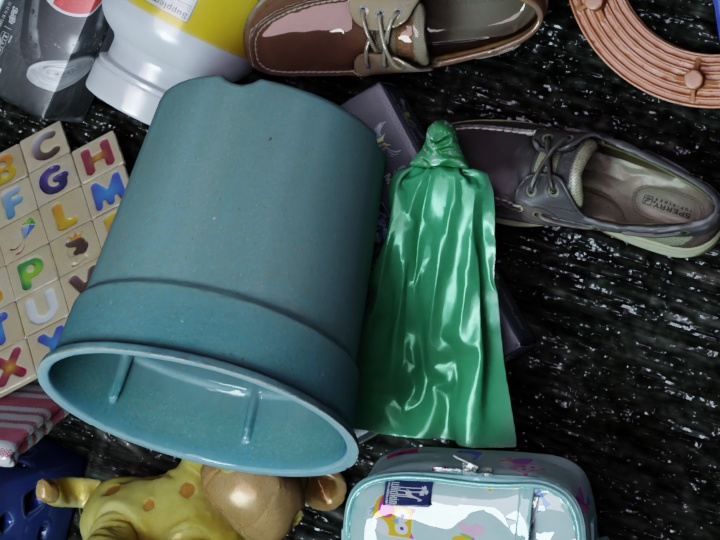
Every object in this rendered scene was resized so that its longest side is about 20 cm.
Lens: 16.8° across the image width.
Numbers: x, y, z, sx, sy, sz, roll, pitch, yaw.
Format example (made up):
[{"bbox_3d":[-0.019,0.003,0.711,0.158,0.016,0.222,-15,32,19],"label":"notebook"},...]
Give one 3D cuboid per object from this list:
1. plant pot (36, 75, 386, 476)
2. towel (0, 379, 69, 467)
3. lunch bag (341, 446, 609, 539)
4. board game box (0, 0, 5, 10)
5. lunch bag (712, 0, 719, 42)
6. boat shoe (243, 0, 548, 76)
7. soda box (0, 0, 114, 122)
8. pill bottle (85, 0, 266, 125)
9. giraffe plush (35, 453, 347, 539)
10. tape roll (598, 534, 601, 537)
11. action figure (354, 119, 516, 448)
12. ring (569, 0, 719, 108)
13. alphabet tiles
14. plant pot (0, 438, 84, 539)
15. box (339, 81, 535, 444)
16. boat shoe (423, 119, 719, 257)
[{"bbox_3d":[-0.076,-0.001,1.492,0.200,0.200,0.197,7,69,16],"label":"plant pot"},{"bbox_3d":[-0.257,0.087,1.610,0.146,0.200,0.030,4,108,16],"label":"towel"},{"bbox_3d":[0.072,0.207,1.502,0.160,0.077,0.201,3,101,17],"label":"lunch bag"},{"bbox_3d":[-0.270,-0.280,1.679,0.151,0.047,0.200,28,99,14],"label":"board game box"},{"bbox_3d":[0.293,-0.159,1.482,0.160,0.082,0.201,-10,94,1],"label":"lunch bag"},{"bbox_3d":[0.024,-0.160,1.550,0.199,0.072,0.076,-13,116,-1],"label":"boat shoe"},{"bbox_3d":[-0.186,-0.202,1.643,0.063,0.071,0.201,27,99,15],"label":"soda box"},{"bbox_3d":[-0.101,-0.194,1.598,0.112,0.112,0.200,29,100,14],"label":"pill bottle"},{"bbox_3d":[-0.096,0.163,1.606,0.162,0.173,0.200,-40,46,4],"label":"giraffe plush"},{"bbox_3d":[0.077,0.239,1.584,0.200,0.066,0.201,1,93,16],"label":"tape roll"},{"bbox_3d":[0.048,0.005,1.531,0.118,0.055,0.201,5,102,11],"label":"action figure"},{"bbox_3d":[0.226,-0.203,1.549,0.200,0.019,0.201,1,93,17],"label":"ring"},{"bbox_3d":[-0.222,-0.010,1.628,0.166,0.006,0.200,-28,49,6],"label":"alphabet tiles"},{"bbox_3d":[-0.327,0.192,1.643,0.199,0.180,0.201,20,98,15],"label":"plant pot"},{"bbox_3d":[0.000,0.000,1.606,0.157,0.051,0.200,-31,83,15],"label":"box"},{"bbox_3d":[0.136,-0.061,1.541,0.199,0.065,0.073,11,76,4],"label":"boat shoe"}]
